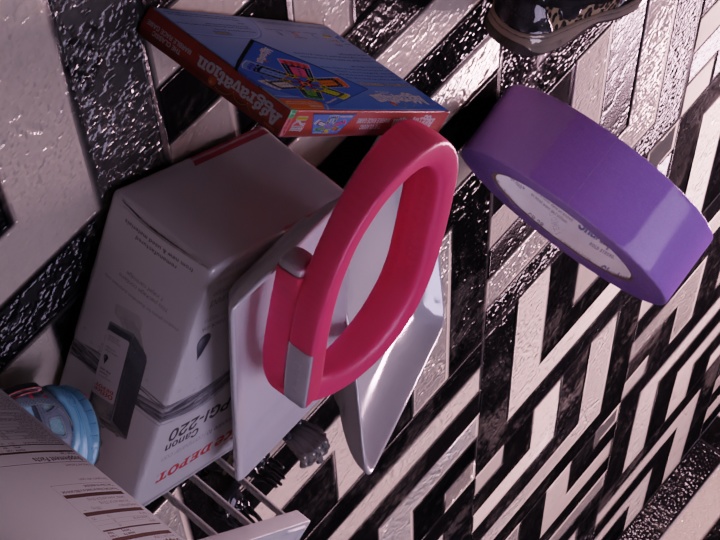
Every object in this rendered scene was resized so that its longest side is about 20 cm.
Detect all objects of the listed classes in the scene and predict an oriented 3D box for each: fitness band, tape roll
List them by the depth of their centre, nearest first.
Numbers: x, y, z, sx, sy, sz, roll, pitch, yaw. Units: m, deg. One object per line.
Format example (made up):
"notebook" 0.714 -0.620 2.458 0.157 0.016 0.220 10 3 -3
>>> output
"fitness band" 0.000 0.000 1.107 0.144 0.037 0.201 -44 158 -38
"tape roll" 0.176 -0.058 1.470 0.066 0.200 0.200 -52 160 -4

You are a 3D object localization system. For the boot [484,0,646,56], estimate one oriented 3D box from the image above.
"boot" 0.174 -0.253 1.351 0.199 0.073 0.151 -33 151 -35

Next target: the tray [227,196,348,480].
"tray" -0.048 0.040 1.137 0.107 0.022 0.201 -46 158 -28

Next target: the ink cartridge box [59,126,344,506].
"ink cartridge box" -0.102 0.031 1.157 0.145 0.085 0.201 -30 150 -49

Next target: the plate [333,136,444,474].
"plate" 0.012 0.006 1.313 0.200 0.032 0.201 -60 148 -53

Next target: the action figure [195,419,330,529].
"action figure" -0.053 0.087 1.330 0.119 0.101 0.201 -51 165 -50

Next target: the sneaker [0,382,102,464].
"sneaker" -0.235 0.149 1.085 0.095 0.079 0.201 21 97 -56

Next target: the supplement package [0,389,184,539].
"supplement package" -0.224 0.165 0.922 0.192 0.199 0.147 -59 160 10

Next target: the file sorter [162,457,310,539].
"file sorter" -0.156 0.197 1.237 0.139 0.124 0.200 -59 159 15

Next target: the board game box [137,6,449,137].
"board game box" -0.032 -0.110 1.060 0.020 0.103 0.200 -61 159 17
